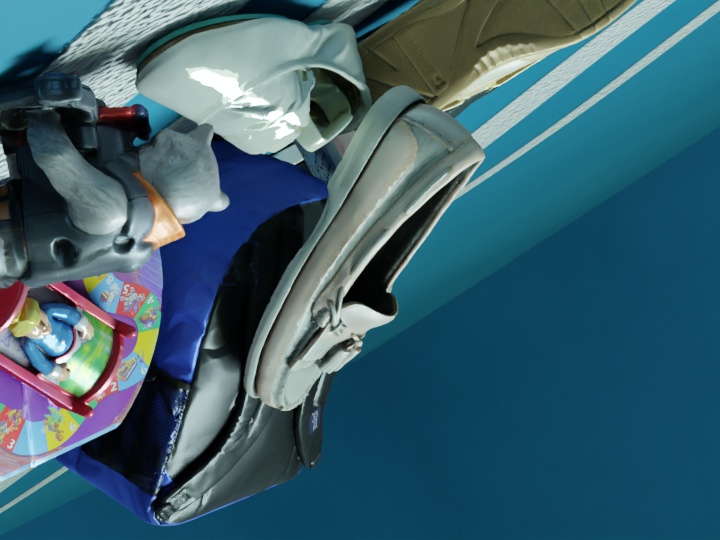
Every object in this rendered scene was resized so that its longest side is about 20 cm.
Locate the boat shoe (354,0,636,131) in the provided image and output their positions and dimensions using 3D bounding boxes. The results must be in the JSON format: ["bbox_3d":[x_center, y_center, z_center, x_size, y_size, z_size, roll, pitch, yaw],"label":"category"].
[{"bbox_3d":[0.071,-0.140,1.258,0.200,0.074,0.069,-28,-173,-2],"label":"boat shoe"}]

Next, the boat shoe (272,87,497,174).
[{"bbox_3d":[0.015,-0.079,1.528,0.200,0.060,0.076,-30,175,4],"label":"boat shoe"}]

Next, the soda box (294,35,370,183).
[{"bbox_3d":[0.002,-0.086,1.384,0.068,0.064,0.200,-29,175,-5],"label":"soda box"}]

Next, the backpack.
[{"bbox_3d":[-0.100,0.022,1.334,0.162,0.168,0.200,-23,138,-56],"label":"backpack"}]

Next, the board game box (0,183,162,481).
[{"bbox_3d":[-0.165,0.035,1.158,0.200,0.158,0.039,-23,-150,-40],"label":"board game box"}]

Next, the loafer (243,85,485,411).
[{"bbox_3d":[0.000,0.000,1.217,0.072,0.063,0.200,-28,147,-60],"label":"loafer"}]

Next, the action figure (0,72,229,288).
[{"bbox_3d":[-0.151,-0.015,1.039,0.193,0.105,0.200,-20,172,2],"label":"action figure"}]

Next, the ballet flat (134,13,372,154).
[{"bbox_3d":[-0.041,-0.089,1.118,0.069,0.070,0.200,-32,174,21],"label":"ballet flat"}]

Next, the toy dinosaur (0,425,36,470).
[{"bbox_3d":[-0.236,0.085,1.278,0.200,0.105,0.181,-29,-171,2],"label":"toy dinosaur"}]
